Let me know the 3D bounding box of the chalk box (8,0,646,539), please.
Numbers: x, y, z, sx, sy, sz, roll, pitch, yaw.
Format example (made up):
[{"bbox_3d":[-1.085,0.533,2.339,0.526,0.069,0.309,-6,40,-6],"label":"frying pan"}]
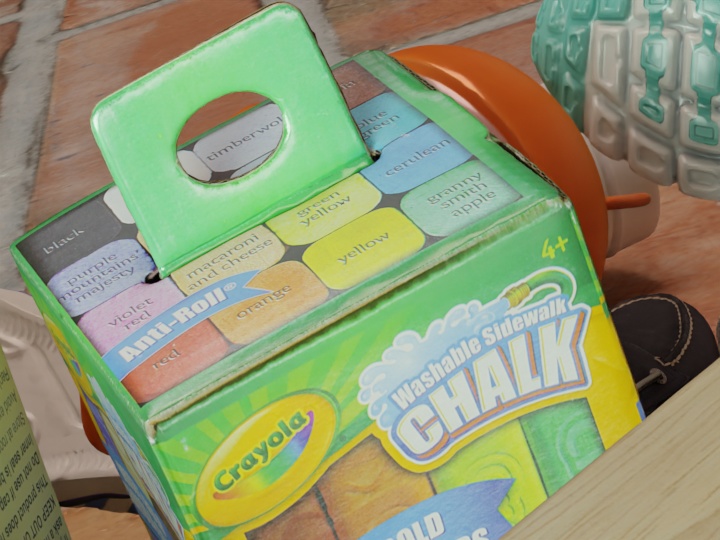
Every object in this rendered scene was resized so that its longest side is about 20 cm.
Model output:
[{"bbox_3d":[-0.005,0.030,0.736,0.124,0.201,0.124,-29,31,-10],"label":"chalk box"}]

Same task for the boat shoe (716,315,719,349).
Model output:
[{"bbox_3d":[0.157,0.014,0.973,0.066,0.074,0.200,-10,17,19],"label":"boat shoe"}]

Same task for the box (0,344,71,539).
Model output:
[{"bbox_3d":[-0.167,0.112,0.754,0.175,0.201,0.097,-15,14,14],"label":"box"}]

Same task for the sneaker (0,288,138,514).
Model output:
[{"bbox_3d":[-0.093,0.059,1.028,0.198,0.081,0.146,3,-13,17],"label":"sneaker"}]

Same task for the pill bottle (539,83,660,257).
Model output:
[{"bbox_3d":[0.022,-0.014,1.169,0.199,0.110,0.109,-23,15,-16],"label":"pill bottle"}]

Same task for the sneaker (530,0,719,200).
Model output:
[{"bbox_3d":[0.157,-0.060,0.965,0.199,0.078,0.091,14,11,4],"label":"sneaker"}]

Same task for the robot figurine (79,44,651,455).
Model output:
[{"bbox_3d":[0.001,0.001,0.899,0.199,0.117,0.144,-33,13,-31],"label":"robot figurine"}]

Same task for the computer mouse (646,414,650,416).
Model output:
[{"bbox_3d":[0.027,0.109,0.841,0.200,0.046,0.140,-38,30,-26],"label":"computer mouse"}]

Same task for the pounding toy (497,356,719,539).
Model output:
[{"bbox_3d":[0.064,0.119,0.522,0.142,0.201,0.184,25,37,28],"label":"pounding toy"}]

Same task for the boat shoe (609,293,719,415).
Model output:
[{"bbox_3d":[0.081,0.042,0.984,0.072,0.063,0.200,-9,18,27],"label":"boat shoe"}]
